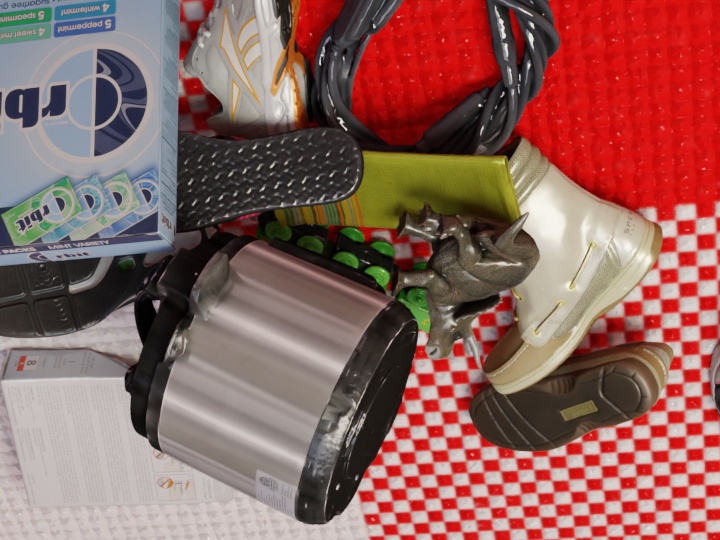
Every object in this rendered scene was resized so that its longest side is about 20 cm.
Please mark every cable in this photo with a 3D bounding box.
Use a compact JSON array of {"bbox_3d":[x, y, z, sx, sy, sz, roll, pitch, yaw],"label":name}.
[{"bbox_3d":[0.052,-0.149,1.047,0.161,0.051,0.201,19,120,-16],"label":"cable"}]

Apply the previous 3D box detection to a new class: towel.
[{"bbox_3d":[0.020,-0.058,1.060,0.197,0.018,0.086,4,147,21],"label":"towel"}]

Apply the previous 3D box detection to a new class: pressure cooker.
[{"bbox_3d":[-0.075,0.068,1.025,0.198,0.178,0.178,22,106,13],"label":"pressure cooker"}]

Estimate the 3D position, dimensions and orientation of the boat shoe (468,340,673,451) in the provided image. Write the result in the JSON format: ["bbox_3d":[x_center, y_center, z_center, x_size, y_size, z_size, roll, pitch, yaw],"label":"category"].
[{"bbox_3d":[0.182,0.103,1.205,0.199,0.076,0.072,-16,106,44],"label":"boat shoe"}]

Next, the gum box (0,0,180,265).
[{"bbox_3d":[-0.216,-0.109,1.024,0.167,0.203,0.045,-5,163,10],"label":"gum box"}]

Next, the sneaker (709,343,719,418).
[{"bbox_3d":[0.329,0.081,1.160,0.079,0.087,0.202,-1,127,10],"label":"sneaker"}]

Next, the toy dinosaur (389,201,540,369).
[{"bbox_3d":[0.085,-0.010,1.037,0.101,0.078,0.200,15,145,-20],"label":"toy dinosaur"}]

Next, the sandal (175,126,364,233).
[{"bbox_3d":[-0.094,-0.068,1.046,0.197,0.045,0.076,-3,90,4],"label":"sandal"}]

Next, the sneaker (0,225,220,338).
[{"bbox_3d":[-0.202,0.015,1.140,0.198,0.077,0.115,-17,168,-4],"label":"sneaker"}]

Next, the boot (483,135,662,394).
[{"bbox_3d":[0.123,-0.002,1.134,0.154,0.072,0.200,32,124,-14],"label":"boot"}]

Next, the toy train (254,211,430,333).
[{"bbox_3d":[0.000,0.000,1.171,0.198,0.042,0.057,24,137,-11],"label":"toy train"}]

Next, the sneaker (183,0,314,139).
[{"bbox_3d":[-0.090,-0.174,1.031,0.091,0.076,0.202,2,126,11],"label":"sneaker"}]

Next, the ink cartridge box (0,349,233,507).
[{"bbox_3d":[-0.220,0.145,1.311,0.197,0.050,0.164,-3,126,-1],"label":"ink cartridge box"}]
